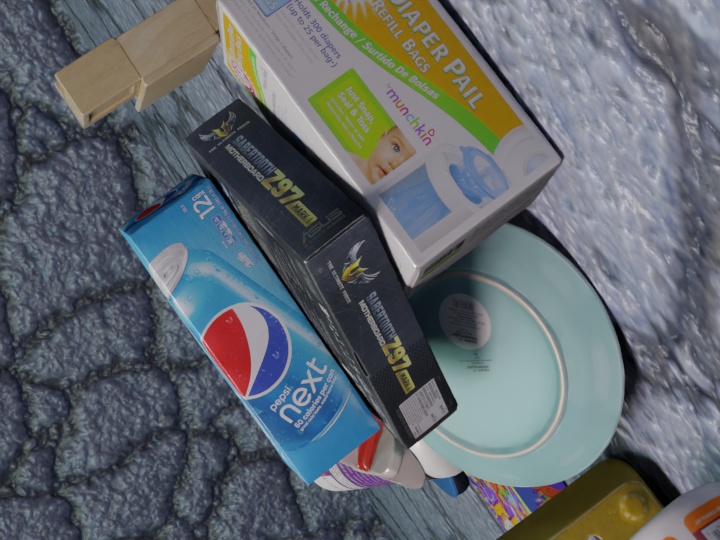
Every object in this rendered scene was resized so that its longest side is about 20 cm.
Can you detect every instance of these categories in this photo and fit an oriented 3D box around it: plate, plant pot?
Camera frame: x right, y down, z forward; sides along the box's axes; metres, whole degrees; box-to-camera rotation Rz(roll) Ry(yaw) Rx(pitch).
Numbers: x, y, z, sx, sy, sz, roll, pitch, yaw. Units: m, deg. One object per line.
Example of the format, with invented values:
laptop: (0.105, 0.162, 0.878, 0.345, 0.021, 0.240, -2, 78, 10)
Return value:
plate: (0.084, 0.062, 0.876, 0.199, 0.026, 0.202, 16, 119, 32)
plant pot: (0.177, 0.259, 0.966, 0.195, 0.195, 0.200, 52, 163, 19)

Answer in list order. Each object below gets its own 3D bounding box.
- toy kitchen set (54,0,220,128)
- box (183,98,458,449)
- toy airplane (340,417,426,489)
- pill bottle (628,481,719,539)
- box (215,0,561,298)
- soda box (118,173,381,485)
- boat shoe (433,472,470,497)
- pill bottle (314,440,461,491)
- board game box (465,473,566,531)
toy kitchen set: (-0.193, -0.241, 1.068, 0.181, 0.199, 0.163, 56, 170, -5)
box: (-0.023, 0.004, 0.825, 0.158, 0.051, 0.201, 43, 165, 43)
toy airplane: (0.039, 0.069, 1.003, 0.200, 0.199, 0.141, 61, 143, 8)
pill bottle: (0.242, 0.234, 0.756, 0.200, 0.113, 0.113, 51, 169, 30)
box: (0.013, -0.100, 0.783, 0.201, 0.112, 0.101, 53, 170, 7)
soda box: (-0.072, 0.037, 0.834, 0.201, 0.064, 0.068, 56, 170, -14)
boat shoe: (0.087, 0.169, 1.461, 0.084, 0.068, 0.201, 18, 138, 53)
pill bottle: (0.043, 0.144, 1.212, 0.199, 0.112, 0.112, -14, 117, 37)
board game box: (0.155, 0.213, 1.322, 0.135, 0.045, 0.200, 54, 170, 9)
